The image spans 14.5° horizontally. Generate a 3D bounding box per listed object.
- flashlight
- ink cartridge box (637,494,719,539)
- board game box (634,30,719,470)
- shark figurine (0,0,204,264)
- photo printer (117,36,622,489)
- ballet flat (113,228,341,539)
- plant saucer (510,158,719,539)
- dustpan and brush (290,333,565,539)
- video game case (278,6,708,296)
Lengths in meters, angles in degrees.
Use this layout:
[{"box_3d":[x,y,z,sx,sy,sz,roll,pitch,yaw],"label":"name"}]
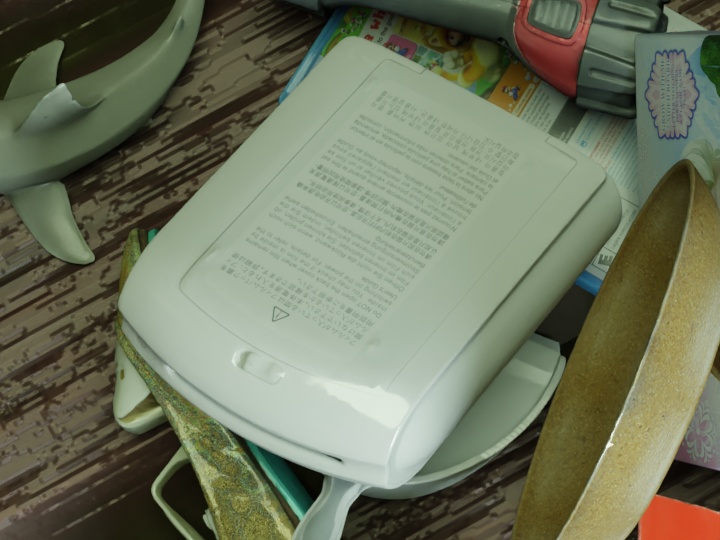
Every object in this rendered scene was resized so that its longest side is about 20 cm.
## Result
[{"box_3d":[0.048,-0.131,1.368,0.199,0.068,0.068,16,37,12],"label":"flashlight"},{"box_3d":[0.190,0.204,1.238,0.043,0.173,0.201,-12,68,43],"label":"ink cartridge box"},{"box_3d":[0.192,-0.006,1.246,0.041,0.199,0.201,-4,95,-27],"label":"board game box"},{"box_3d":[-0.131,-0.096,1.373,0.214,0.090,0.128,-39,77,-6],"label":"shark figurine"},{"box_3d":[0.000,0.000,1.292,0.166,0.070,0.200,29,58,21],"label":"photo printer"},{"box_3d":[-0.078,0.075,1.335,0.070,0.071,0.201,-29,75,-6],"label":"ballet flat"},{"box_3d":[0.118,0.050,1.233,0.035,0.200,0.201,22,76,-4],"label":"plant saucer"},{"box_3d":[0.004,0.077,1.301,0.139,0.057,0.201,23,61,6],"label":"dustpan and brush"},{"box_3d":[0.080,-0.090,1.395,0.199,0.018,0.144,30,78,10],"label":"video game case"}]
